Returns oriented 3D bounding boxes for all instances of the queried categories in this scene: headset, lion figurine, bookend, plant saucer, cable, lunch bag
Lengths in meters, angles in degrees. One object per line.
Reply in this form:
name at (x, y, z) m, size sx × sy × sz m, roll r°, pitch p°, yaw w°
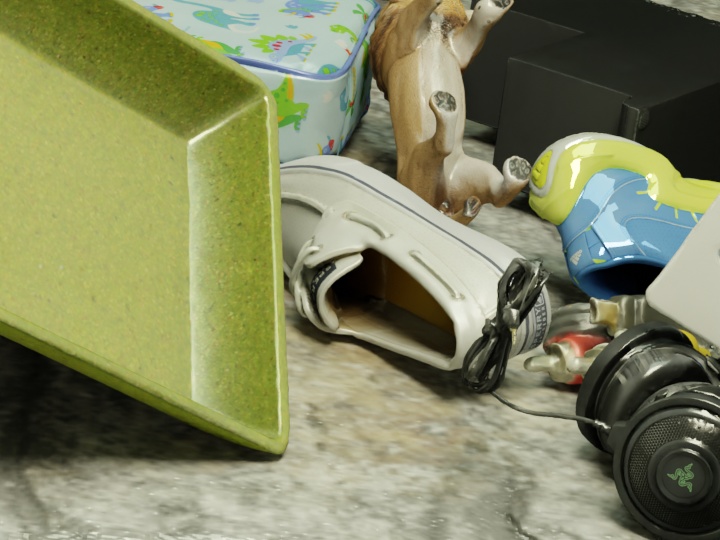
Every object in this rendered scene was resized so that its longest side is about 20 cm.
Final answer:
headset at (0.141, 0.058, 1.197) m, size 0.200 × 0.094 × 0.124 m, roll 15°, pitch 18°, yaw -17°
lion figurine at (0.041, -0.086, 1.501) m, size 0.072 × 0.123 × 0.200 m, roll 15°, pitch 56°, yaw -15°
bookend at (0.125, -0.097, 1.590) m, size 0.198 × 0.092 × 0.200 m, roll 21°, pitch 25°, yaw 31°
plant saucer at (-0.117, -0.030, 1.187) m, size 0.200 × 0.048 × 0.200 m, roll 30°, pitch 46°, yaw -42°
cable at (0.167, 0.046, 1.336) m, size 0.200 × 0.050 × 0.097 m, roll 12°, pitch -15°, yaw -36°
lunch bag at (-0.076, -0.120, 1.577) m, size 0.160 × 0.083 × 0.200 m, roll 12°, pitch 21°, yaw 4°

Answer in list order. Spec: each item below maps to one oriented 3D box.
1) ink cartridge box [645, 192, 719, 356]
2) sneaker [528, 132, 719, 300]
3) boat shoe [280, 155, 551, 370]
ink cartridge box at (0.238, 0.012, 1.230) m, size 0.200 × 0.115 × 0.068 m, roll 32°, pitch 19°, yaw -10°
sneaker at (0.179, -0.002, 1.429) m, size 0.200 × 0.076 × 0.105 m, roll 12°, pitch 49°, yaw -23°
boat shoe at (0.000, 0.000, 1.326) m, size 0.070 × 0.071 × 0.200 m, roll -20°, pitch 35°, yaw -37°
